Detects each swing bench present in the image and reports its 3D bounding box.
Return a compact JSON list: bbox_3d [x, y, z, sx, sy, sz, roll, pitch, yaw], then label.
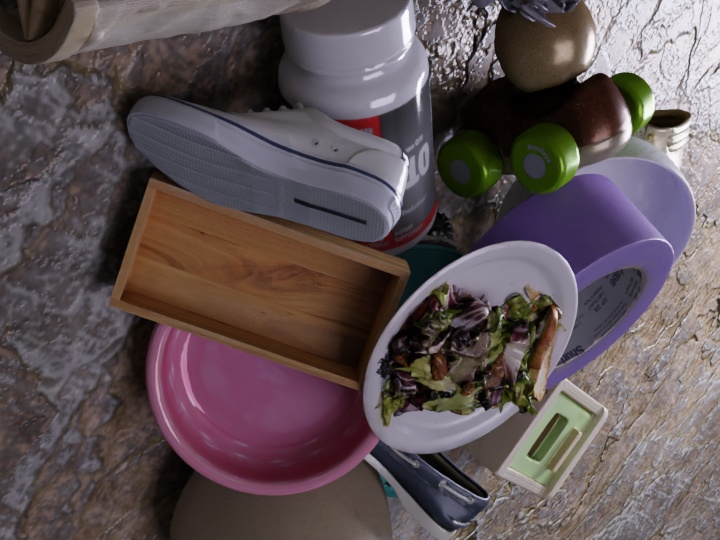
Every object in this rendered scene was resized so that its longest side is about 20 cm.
[{"bbox_3d":[-0.105,-0.220,0.653,0.198,0.129,0.202,-22,134,-37],"label":"swing bench"}]

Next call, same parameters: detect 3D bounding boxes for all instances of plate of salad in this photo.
[{"bbox_3d":[0.093,0.068,0.881,0.198,0.048,0.202,-19,132,-22],"label":"plate of salad"}]

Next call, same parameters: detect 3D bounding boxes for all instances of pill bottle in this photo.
[{"bbox_3d":[-0.002,-0.116,0.862,0.113,0.114,0.201,-34,139,-25],"label":"pill bottle"}]

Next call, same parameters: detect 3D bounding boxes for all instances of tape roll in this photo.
[{"bbox_3d":[0.175,0.016,1.022,0.199,0.085,0.201,-28,150,-18],"label":"tape roll"}]

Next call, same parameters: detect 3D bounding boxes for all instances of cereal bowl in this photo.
[{"bbox_3d":[0.224,-0.056,1.134,0.197,0.084,0.202,-8,133,-8],"label":"cereal bowl"}]

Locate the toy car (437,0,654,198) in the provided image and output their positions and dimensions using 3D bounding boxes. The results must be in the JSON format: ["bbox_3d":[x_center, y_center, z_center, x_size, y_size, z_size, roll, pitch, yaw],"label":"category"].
[{"bbox_3d":[0.144,-0.187,0.987,0.164,0.157,0.202,-33,114,-41],"label":"toy car"}]

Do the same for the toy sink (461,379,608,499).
[{"bbox_3d":[0.198,0.175,1.322,0.131,0.112,0.200,-54,144,1],"label":"toy sink"}]

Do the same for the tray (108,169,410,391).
[{"bbox_3d":[-0.073,0.008,0.842,0.198,0.037,0.100,19,104,-10],"label":"tray"}]

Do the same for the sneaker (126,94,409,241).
[{"bbox_3d":[-0.061,-0.081,0.790,0.073,0.198,0.071,106,6,-54],"label":"sneaker"}]

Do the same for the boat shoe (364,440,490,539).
[{"bbox_3d":[0.031,0.147,0.996,0.062,0.200,0.075,-41,-177,13],"label":"boat shoe"}]

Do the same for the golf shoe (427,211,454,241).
[{"bbox_3d":[0.031,0.037,1.073,0.088,0.076,0.202,-137,-114,-88],"label":"golf shoe"}]

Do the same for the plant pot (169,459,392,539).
[{"bbox_3d":[-0.048,0.232,1.006,0.199,0.134,0.202,-28,136,-30],"label":"plant pot"}]

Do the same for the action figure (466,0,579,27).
[{"bbox_3d":[0.137,-0.270,0.901,0.130,0.069,0.201,43,68,-17],"label":"action figure"}]

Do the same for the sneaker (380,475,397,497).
[{"bbox_3d":[0.068,0.163,1.188,0.199,0.084,0.121,-35,135,-13],"label":"sneaker"}]

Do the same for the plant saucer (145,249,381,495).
[{"bbox_3d":[-0.068,0.076,0.906,0.198,0.051,0.203,-1,107,-2],"label":"plant saucer"}]

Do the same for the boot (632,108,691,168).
[{"bbox_3d":[0.278,-0.088,1.237,0.198,0.073,0.157,-18,126,-29],"label":"boot"}]

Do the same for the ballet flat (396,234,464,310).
[{"bbox_3d":[0.000,0.000,0.986,0.198,0.072,0.072,-11,127,-29],"label":"ballet flat"}]
